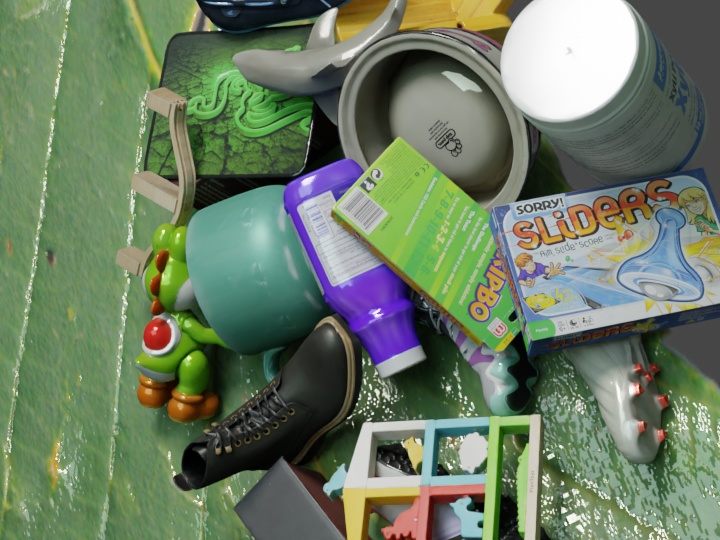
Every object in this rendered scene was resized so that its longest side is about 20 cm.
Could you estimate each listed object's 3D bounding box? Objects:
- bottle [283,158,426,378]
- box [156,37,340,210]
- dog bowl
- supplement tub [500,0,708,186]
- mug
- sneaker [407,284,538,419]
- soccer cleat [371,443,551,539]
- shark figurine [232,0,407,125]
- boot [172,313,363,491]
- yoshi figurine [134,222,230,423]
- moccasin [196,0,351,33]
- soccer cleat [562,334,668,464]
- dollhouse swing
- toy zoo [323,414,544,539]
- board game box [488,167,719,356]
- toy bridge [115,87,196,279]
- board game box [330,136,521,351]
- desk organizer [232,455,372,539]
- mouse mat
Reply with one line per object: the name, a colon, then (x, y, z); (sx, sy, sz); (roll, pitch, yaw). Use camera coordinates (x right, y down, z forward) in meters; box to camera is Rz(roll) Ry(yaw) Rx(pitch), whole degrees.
bottle: (0.000, 0.000, 1.536); (0.083, 0.065, 0.201); (-24, 85, -10)
box: (-0.100, -0.140, 1.702); (0.199, 0.100, 0.075); (-33, 62, 16)
dog bowl: (0.080, -0.135, 1.537); (0.199, 0.074, 0.201); (14, 120, 26)
supplement tub: (0.220, -0.156, 1.469); (0.131, 0.200, 0.133); (-9, 71, 26)
mug: (-0.075, 0.006, 1.627); (0.114, 0.185, 0.152); (-20, 34, 22)
sneaker: (0.090, 0.054, 1.557); (0.139, 0.078, 0.201); (-14, 59, 26)
soccer cleat: (0.085, 0.231, 1.514); (0.199, 0.068, 0.074); (26, 112, 29)
shark figurine: (-0.012, -0.215, 1.555); (0.214, 0.089, 0.128); (-39, 89, 16)
boot: (-0.086, 0.133, 1.536); (0.078, 0.138, 0.201); (51, 136, 30)
yoshi figurine: (-0.172, 0.042, 1.672); (0.112, 0.112, 0.201); (0, 113, -9)
moccasin: (-0.074, -0.282, 1.627); (0.199, 0.068, 0.081); (-20, 62, 23)
soccer cleat: (0.220, 0.083, 1.480); (0.077, 0.069, 0.201); (-25, 59, 31)
dollhouse swing: (0.063, -0.321, 1.610); (0.181, 0.176, 0.201); (-10, 65, -13)
toy zoo: (0.063, 0.195, 1.477); (0.199, 0.020, 0.132); (-5, 57, 18)
board game box: (0.226, -0.009, 1.459); (0.199, 0.035, 0.136); (-11, 63, -8)
toy bridge: (-0.199, -0.078, 1.665); (0.067, 0.027, 0.201); (28, 118, 27)
board game box: (0.078, -0.021, 1.493); (0.200, 0.030, 0.096); (41, 75, 10)
desk organizer: (-0.024, 0.273, 1.545); (0.072, 0.077, 0.200); (-47, 59, 9)
mouse mat: (-0.127, -0.169, 1.665); (0.199, 0.008, 0.162); (1, 75, 29)
